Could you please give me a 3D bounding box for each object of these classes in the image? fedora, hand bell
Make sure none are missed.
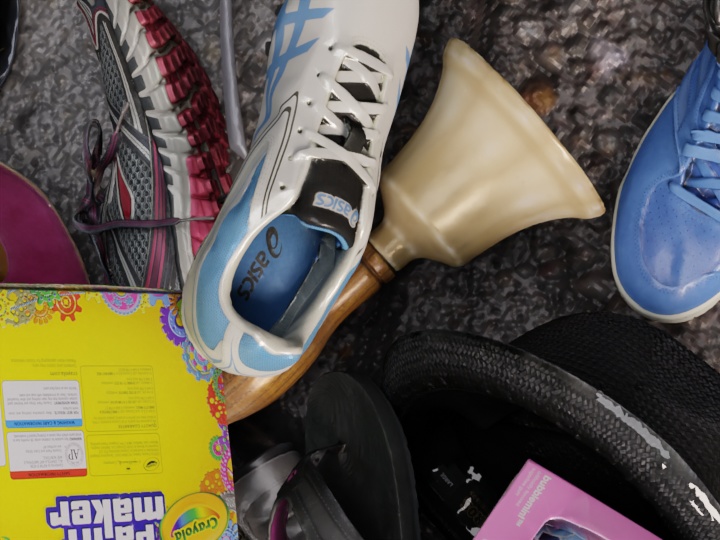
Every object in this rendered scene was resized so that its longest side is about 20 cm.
[{"bbox_3d":[0.105,0.077,1.064,0.200,0.201,0.092,39,61,14],"label":"fedora"},{"bbox_3d":[0.000,0.000,1.099,0.200,0.104,0.104,-41,77,-1],"label":"hand bell"}]

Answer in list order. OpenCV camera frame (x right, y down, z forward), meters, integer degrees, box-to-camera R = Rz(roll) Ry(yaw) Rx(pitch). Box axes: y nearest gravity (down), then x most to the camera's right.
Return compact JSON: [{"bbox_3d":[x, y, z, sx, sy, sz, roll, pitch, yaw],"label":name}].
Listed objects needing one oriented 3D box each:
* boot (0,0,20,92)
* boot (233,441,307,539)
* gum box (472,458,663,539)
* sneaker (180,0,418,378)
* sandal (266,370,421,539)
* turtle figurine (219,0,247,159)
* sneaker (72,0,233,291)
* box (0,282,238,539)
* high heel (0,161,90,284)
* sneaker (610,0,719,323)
[{"bbox_3d":[-0.218,-0.086,1.181,0.097,0.075,0.201,1,81,15],"label":"boot"},{"bbox_3d":[-0.050,0.189,1.122,0.132,0.070,0.200,33,80,16],"label":"boot"},{"bbox_3d":[0.092,0.168,1.017,0.113,0.200,0.066,29,62,14],"label":"gum box"},{"bbox_3d":[-0.014,-0.049,1.043,0.072,0.072,0.200,10,79,55],"label":"sneaker"},{"bbox_3d":[-0.009,0.138,1.051,0.048,0.075,0.201,6,71,-32],"label":"sandal"},{"bbox_3d":[-0.058,-0.199,1.127,0.200,0.144,0.194,-45,72,-1],"label":"turtle figurine"},{"bbox_3d":[-0.101,-0.043,1.148,0.074,0.081,0.201,-17,80,11],"label":"sneaker"},{"bbox_3d":[-0.192,0.081,1.056,0.192,0.200,0.122,-14,79,43],"label":"box"},{"bbox_3d":[-0.202,-0.028,1.133,0.096,0.067,0.200,-40,114,-23],"label":"high heel"},{"bbox_3d":[0.166,-0.073,1.079,0.077,0.111,0.200,32,91,14],"label":"sneaker"}]
